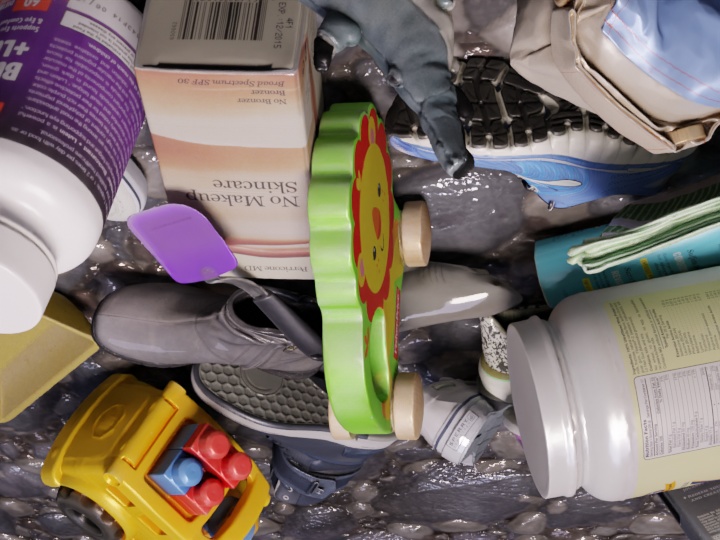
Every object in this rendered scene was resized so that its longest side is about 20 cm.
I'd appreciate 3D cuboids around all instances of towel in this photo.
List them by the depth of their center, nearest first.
[{"bbox_3d":[0.213,-0.044,0.790,0.151,0.024,0.200,-21,-179,23],"label":"towel"}]

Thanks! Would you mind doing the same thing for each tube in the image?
[{"bbox_3d":[0.224,-0.020,0.927,0.197,0.051,0.077,-15,155,19],"label":"tube"}]

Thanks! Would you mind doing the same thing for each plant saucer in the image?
[{"bbox_3d":[-0.342,0.041,1.090,0.198,0.049,0.199,27,140,-28],"label":"plant saucer"}]

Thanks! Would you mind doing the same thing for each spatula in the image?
[{"bbox_3d":[-0.076,0.014,0.879,0.056,0.021,0.200,-15,145,29],"label":"spatula"}]

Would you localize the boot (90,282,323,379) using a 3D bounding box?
[{"bbox_3d":[-0.105,0.035,0.998,0.197,0.071,0.132,5,167,-12],"label":"boot"}]

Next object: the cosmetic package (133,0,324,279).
[{"bbox_3d":[-0.075,-0.088,0.834,0.102,0.088,0.201,1,145,5],"label":"cosmetic package"}]

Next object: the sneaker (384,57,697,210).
[{"bbox_3d":[0.112,-0.075,0.833,0.197,0.079,0.090,7,143,-2],"label":"sneaker"}]

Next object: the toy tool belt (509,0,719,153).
[{"bbox_3d":[0.189,-0.129,0.710,0.198,0.126,0.123,19,151,-19],"label":"toy tool belt"}]

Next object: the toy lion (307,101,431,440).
[{"bbox_3d":[0.000,0.000,0.861,0.068,0.203,0.192,-1,164,12],"label":"toy lion"}]

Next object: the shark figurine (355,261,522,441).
[{"bbox_3d":[0.013,0.054,1.018,0.127,0.090,0.214,29,141,-17],"label":"shark figurine"}]

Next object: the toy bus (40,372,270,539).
[{"bbox_3d":[-0.146,0.189,1.132,0.191,0.136,0.200,-10,128,51],"label":"toy bus"}]

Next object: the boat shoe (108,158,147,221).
[{"bbox_3d":[-0.237,-0.068,0.886,0.201,0.087,0.074,32,137,-32],"label":"boat shoe"}]

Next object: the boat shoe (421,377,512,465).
[{"bbox_3d":[0.083,0.116,1.091,0.066,0.074,0.200,35,179,13],"label":"boat shoe"}]

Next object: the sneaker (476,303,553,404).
[{"bbox_3d":[0.179,0.049,1.013,0.197,0.077,0.089,-10,127,14],"label":"sneaker"}]

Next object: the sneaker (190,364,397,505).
[{"bbox_3d":[-0.079,0.145,1.172,0.200,0.078,0.146,20,140,-21],"label":"sneaker"}]

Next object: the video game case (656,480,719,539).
[{"bbox_3d":[0.277,0.130,0.964,0.141,0.201,0.019,-17,124,-9],"label":"video game case"}]

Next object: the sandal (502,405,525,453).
[{"bbox_3d":[0.159,0.137,1.063,0.081,0.051,0.203,7,-179,12],"label":"sandal"}]

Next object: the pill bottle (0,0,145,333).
[{"bbox_3d":[-0.195,-0.069,0.772,0.110,0.202,0.112,9,145,6],"label":"pill bottle"}]

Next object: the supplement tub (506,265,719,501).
[{"bbox_3d":[0.211,0.078,0.908,0.197,0.146,0.146,-11,145,-2],"label":"supplement tub"}]

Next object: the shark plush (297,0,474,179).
[{"bbox_3d":[0.004,-0.124,0.702,0.082,0.202,0.091,-18,163,-21],"label":"shark plush"}]
